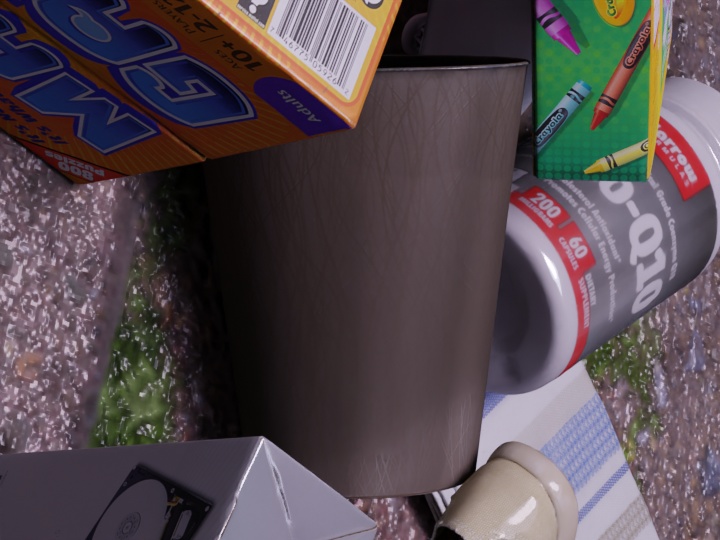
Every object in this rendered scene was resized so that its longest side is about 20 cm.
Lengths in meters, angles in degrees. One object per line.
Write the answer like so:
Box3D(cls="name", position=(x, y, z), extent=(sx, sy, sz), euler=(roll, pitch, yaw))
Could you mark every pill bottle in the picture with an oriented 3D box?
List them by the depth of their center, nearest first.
Box3D(cls="pill bottle", position=(0.123, -0.025, 1.350), extent=(0.200, 0.113, 0.115), euler=(-32, 106, -40))

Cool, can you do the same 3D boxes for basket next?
Box3D(cls="basket", position=(0.000, 0.000, 1.211), extent=(0.136, 0.179, 0.202), euler=(-11, 101, -52))

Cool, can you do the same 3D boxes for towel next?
Box3D(cls="towel", position=(0.101, 0.139, 1.372), extent=(0.147, 0.024, 0.201), euler=(-41, 114, -40))

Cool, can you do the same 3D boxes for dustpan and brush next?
Box3D(cls="dustpan and brush", position=(0.076, -0.127, 1.354), extent=(0.199, 0.057, 0.141), euler=(-11, 120, -46))

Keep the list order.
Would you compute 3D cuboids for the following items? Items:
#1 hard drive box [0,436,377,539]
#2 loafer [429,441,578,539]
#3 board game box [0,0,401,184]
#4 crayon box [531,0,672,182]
Box3D(cls="hard drive box", position=(-0.107, 0.158, 1.057), extent=(0.077, 0.199, 0.157), euler=(39, 59, -31))
Box3D(cls="loafer", position=(0.052, 0.173, 1.222), extent=(0.068, 0.076, 0.201), euler=(-21, 130, -36))
Box3D(cls="board game box", position=(-0.101, -0.184, 1.104), extent=(0.200, 0.199, 0.201), euler=(37, 62, -33))
Box3D(cls="crayon box", position=(0.122, -0.139, 1.244), extent=(0.200, 0.058, 0.120), euler=(-71, 161, -61))
